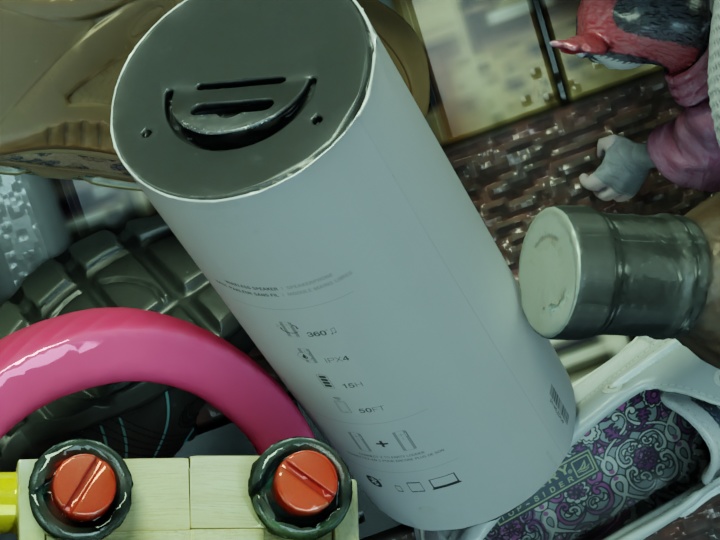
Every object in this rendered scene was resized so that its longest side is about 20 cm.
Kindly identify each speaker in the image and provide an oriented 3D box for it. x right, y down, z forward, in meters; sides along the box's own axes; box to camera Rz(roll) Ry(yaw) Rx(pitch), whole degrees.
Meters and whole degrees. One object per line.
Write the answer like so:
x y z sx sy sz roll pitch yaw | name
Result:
0.000 0.000 0.761 0.081 0.081 0.200 -34 141 -1 | speaker

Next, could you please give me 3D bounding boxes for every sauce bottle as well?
0.147 0.003 0.798 0.200 0.065 0.065 4 104 -24 | sauce bottle

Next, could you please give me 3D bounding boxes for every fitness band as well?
-0.093 0.107 0.766 0.144 0.037 0.200 38 88 -22 | fitness band

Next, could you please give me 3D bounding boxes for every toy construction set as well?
-0.055 0.116 0.714 0.200 0.092 0.131 4 75 -25 | toy construction set

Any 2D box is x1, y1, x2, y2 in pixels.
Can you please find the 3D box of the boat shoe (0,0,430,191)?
-0.078 -0.062 0.797 0.200 0.063 0.073 3 89 -15 | boat shoe

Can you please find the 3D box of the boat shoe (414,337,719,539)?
0.109 0.047 0.850 0.200 0.069 0.072 -26 107 -4 | boat shoe

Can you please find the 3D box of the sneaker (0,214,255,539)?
-0.100 0.058 0.824 0.200 0.075 0.079 -39 137 -6 | sneaker

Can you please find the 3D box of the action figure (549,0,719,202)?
0.151 -0.064 0.796 0.200 0.149 0.134 0 111 -25 | action figure

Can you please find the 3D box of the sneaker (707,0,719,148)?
0.160 -0.116 0.727 0.114 0.076 0.200 4 67 5 | sneaker
